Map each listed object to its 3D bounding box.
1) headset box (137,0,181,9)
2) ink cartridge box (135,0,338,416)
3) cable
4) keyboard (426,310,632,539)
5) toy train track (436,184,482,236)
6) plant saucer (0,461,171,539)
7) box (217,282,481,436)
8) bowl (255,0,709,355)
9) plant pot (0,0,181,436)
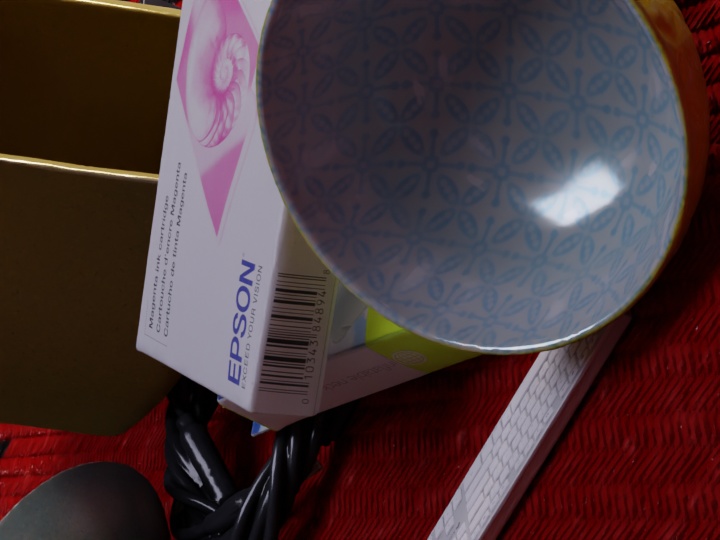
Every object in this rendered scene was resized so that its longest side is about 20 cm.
[{"bbox_3d":[-0.141,-0.039,1.814,0.174,0.093,0.200,-53,25,38],"label":"headset box"},{"bbox_3d":[-0.064,-0.047,1.376,0.200,0.043,0.197,20,104,60],"label":"ink cartridge box"},{"bbox_3d":[-0.056,0.081,1.535,0.200,0.051,0.164,24,98,66],"label":"cable"},{"bbox_3d":[0.064,0.081,1.250,0.200,0.011,0.056,-60,21,23],"label":"keyboard"},{"bbox_3d":[0.020,-0.096,1.312,0.115,0.032,0.200,111,151,-56],"label":"toy train track"},{"bbox_3d":[-0.153,0.202,1.531,0.039,0.201,0.202,22,91,30],"label":"plant saucer"},{"bbox_3d":[0.000,0.000,1.385,0.200,0.048,0.122,-22,52,47],"label":"box"},{"bbox_3d":[0.067,-0.074,1.202,0.108,0.200,0.200,-34,-17,-53],"label":"bowl"},{"bbox_3d":[-0.172,-0.022,1.600,0.194,0.195,0.200,-95,14,-57],"label":"plant pot"}]
